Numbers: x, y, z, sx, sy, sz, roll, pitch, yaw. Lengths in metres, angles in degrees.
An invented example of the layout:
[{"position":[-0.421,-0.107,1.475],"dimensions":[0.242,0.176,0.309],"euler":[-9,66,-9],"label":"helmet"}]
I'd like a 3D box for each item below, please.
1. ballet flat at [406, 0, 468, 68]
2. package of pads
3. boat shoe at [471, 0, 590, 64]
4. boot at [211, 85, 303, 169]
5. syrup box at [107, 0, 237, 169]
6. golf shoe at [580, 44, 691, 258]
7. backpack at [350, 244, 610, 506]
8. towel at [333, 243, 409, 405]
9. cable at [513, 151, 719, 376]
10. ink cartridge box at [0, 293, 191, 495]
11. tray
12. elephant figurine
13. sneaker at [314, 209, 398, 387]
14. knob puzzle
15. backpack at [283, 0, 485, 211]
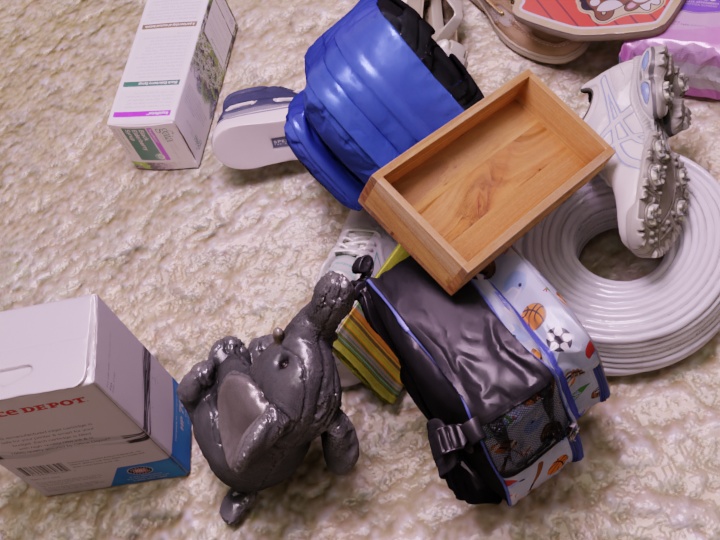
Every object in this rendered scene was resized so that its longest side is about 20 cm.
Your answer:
[{"position":[0.077,-0.227,1.151],"dimensions":[0.069,0.070,0.201],"euler":[-8,58,12],"label":"ballet flat"},{"position":[0.331,-0.258,1.095],"dimensions":[0.120,0.076,0.201],"euler":[14,64,21],"label":"package of pads"},{"position":[0.157,-0.286,1.168],"dimensions":[0.074,0.069,0.200],"euler":[-37,56,-7],"label":"boat shoe"},{"position":[-0.049,-0.156,1.155],"dimensions":[0.198,0.073,0.091],"euler":[-2,39,3],"label":"boot"},{"position":[-0.198,-0.213,1.225],"dimensions":[0.081,0.079,0.201],"euler":[1,60,17],"label":"syrup box"},{"position":[0.221,-0.091,0.956],"dimensions":[0.097,0.078,0.201],"euler":[-12,50,33],"label":"golf shoe"},{"position":[0.100,0.081,0.888],"dimensions":[0.153,0.191,0.201],"euler":[-25,49,-6],"label":"backpack"},{"position":[0.053,0.014,1.007],"dimensions":[0.018,0.086,0.201],"euler":[5,54,56],"label":"towel"},{"position":[0.226,-0.011,0.977],"dimensions":[0.198,0.069,0.201],"euler":[-7,58,13],"label":"cable"},{"position":[-0.246,0.112,0.966],"dimensions":[0.145,0.200,0.086],"euler":[-10,57,10],"label":"ink cartridge box"},{"position":[0.099,-0.072,0.868],"dimensions":[0.099,0.037,0.200],"euler":[45,54,11],"label":"tray"},{"position":[-0.062,0.107,0.912],"dimensions":[0.141,0.156,0.200],"euler":[-38,11,-26],"label":"elephant figurine"},{"position":[0.000,0.000,1.035],"dimensions":[0.070,0.080,0.202],"euler":[2,59,20],"label":"sneaker"},{"position":[0.232,-0.295,1.087],"dimensions":[0.218,0.031,0.221],"euler":[-8,57,13],"label":"knob puzzle"},{"position":[0.021,-0.136,1.000],"dimensions":[0.168,0.162,0.200],"euler":[-47,16,8],"label":"backpack"}]
